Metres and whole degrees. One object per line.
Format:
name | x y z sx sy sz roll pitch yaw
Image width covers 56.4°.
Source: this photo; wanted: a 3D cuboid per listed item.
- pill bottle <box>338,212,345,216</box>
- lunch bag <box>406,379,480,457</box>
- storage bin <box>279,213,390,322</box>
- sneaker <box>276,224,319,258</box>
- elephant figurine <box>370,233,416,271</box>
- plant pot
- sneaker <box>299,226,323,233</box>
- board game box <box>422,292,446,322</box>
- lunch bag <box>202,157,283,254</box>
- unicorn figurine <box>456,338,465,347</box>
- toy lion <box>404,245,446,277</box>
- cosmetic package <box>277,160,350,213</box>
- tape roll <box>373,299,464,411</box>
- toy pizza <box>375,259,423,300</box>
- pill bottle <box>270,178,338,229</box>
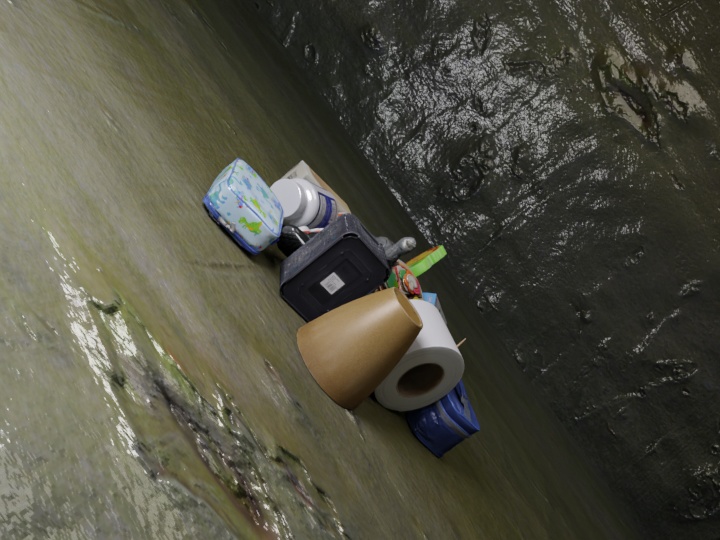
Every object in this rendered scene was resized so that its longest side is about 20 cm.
pill bottle | -0.021 -0.064 1.731 0.109 0.110 0.200 42 4 -36
lunch bag | 0.185 0.303 1.539 0.136 0.132 0.201 46 16 -32
storage bin | -0.054 0.002 1.342 0.135 0.199 0.094 46 15 -26
sneaker | -0.115 -0.057 1.445 0.200 0.075 0.088 60 46 -57
elephant figurine | 0.026 -0.020 1.474 0.155 0.200 0.141 43 7 23
plant pot | 0.013 0.127 1.266 0.187 0.199 0.187 47 15 -17
sneaker | -0.120 -0.052 1.578 0.200 0.076 0.083 -1 74 -67
board game box | 0.185 0.169 1.785 0.200 0.040 0.155 61 39 -59
lunch bag | -0.226 -0.127 1.344 0.161 0.082 0.200 47 15 -21
unicorn figurine | 0.234 0.286 1.801 0.137 0.073 0.203 -5 100 -79
toy lion | 0.140 -0.007 1.767 0.069 0.190 0.200 61 3 -4
cosmetic package | -0.123 -0.185 1.790 0.200 0.105 0.071 44 16 -40
tape roll | 0.104 0.182 1.430 0.202 0.202 0.140 40 17 -42
toy pizza | 0.096 0.062 1.589 0.199 0.032 0.202 23 58 -41
pill bottle | -0.141 -0.157 1.621 0.120 0.119 0.200 57 14 16
